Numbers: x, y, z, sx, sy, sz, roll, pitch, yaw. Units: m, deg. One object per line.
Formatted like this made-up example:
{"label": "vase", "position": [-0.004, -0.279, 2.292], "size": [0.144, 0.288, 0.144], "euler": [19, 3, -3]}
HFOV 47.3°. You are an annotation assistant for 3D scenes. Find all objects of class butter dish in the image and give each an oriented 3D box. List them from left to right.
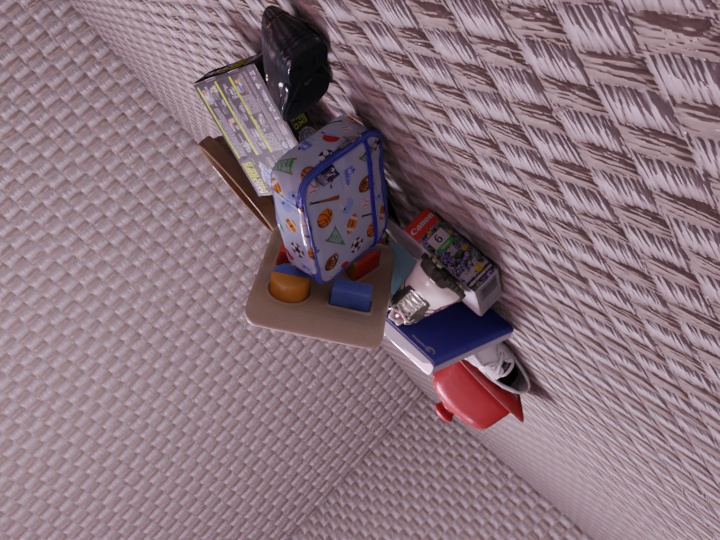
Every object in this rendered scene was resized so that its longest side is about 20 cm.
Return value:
{"label": "butter dish", "position": [0.206, 0.233, 1.592], "size": [0.200, 0.148, 0.200], "euler": [46, -168, -1]}

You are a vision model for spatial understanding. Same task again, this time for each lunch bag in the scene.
{"label": "lunch bag", "position": [-0.030, -0.093, 1.050], "size": [0.075, 0.160, 0.201], "euler": [34, 147, 31]}

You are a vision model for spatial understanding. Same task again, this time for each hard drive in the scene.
{"label": "hard drive", "position": [0.125, 0.080, 1.242], "size": [0.199, 0.026, 0.132], "euler": [-16, -132, -44]}

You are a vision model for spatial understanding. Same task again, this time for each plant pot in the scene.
{"label": "plant pot", "position": [-0.177, -0.164, 1.390], "size": [0.201, 0.093, 0.201], "euler": [47, 173, 7]}

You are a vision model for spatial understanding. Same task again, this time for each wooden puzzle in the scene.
{"label": "wooden puzzle", "position": [-0.048, 0.008, 1.126], "size": [0.184, 0.201, 0.047], "euler": [12, 130, -1]}

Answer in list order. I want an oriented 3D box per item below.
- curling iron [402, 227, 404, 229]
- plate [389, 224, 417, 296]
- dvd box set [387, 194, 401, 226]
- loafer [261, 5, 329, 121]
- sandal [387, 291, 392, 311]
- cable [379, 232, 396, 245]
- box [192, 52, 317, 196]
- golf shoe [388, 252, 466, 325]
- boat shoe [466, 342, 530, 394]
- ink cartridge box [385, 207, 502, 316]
{"label": "curling iron", "position": [0.102, -0.020, 1.292], "size": [0.200, 0.025, 0.050], "euler": [42, 135, 22]}
{"label": "plate", "position": [-0.004, -0.004, 1.333], "size": [0.200, 0.200, 0.026], "euler": [43, 170, 15]}
{"label": "dvd box set", "position": [-0.041, -0.130, 1.281], "size": [0.199, 0.030, 0.147], "euler": [23, 159, 30]}
{"label": "loafer", "position": [-0.081, -0.242, 0.972], "size": [0.072, 0.073, 0.200], "euler": [53, 165, 8]}
{"label": "sandal", "position": [0.007, -0.001, 1.238], "size": [0.203, 0.082, 0.050], "euler": [-121, 29, -58]}
{"label": "cable", "position": [-0.023, -0.079, 1.295], "size": [0.097, 0.051, 0.200], "euler": [9, -160, -49]}
{"label": "box", "position": [-0.139, -0.208, 1.198], "size": [0.160, 0.044, 0.201], "euler": [-1, 126, 49]}
{"label": "golf shoe", "position": [0.084, 0.036, 1.098], "size": [0.077, 0.088, 0.200], "euler": [46, 173, 7]}
{"label": "boat shoe", "position": [0.238, 0.154, 1.429], "size": [0.200, 0.074, 0.065], "euler": [37, 177, -42]}
{"label": "ink cartridge box", "position": [0.107, -0.031, 1.145], "size": [0.200, 0.050, 0.109], "euler": [44, 174, 23]}
